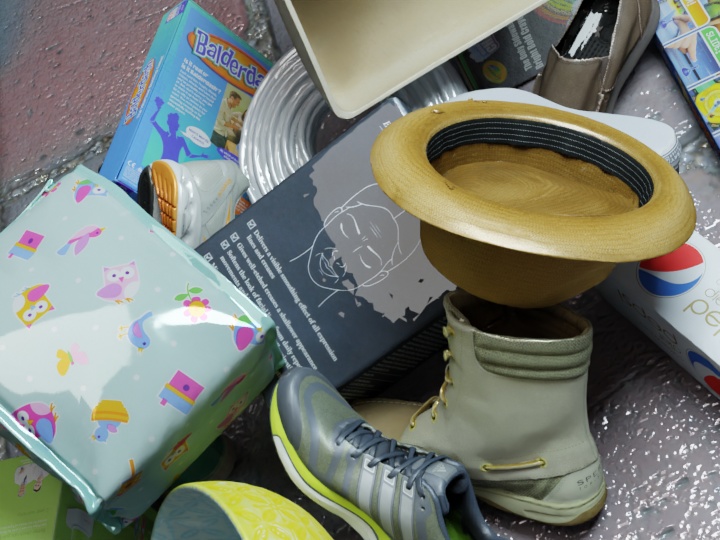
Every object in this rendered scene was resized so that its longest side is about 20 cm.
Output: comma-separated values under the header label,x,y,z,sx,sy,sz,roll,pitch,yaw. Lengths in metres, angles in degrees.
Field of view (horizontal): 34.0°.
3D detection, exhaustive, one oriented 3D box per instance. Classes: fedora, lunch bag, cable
label,x,y,z,sx,sy,sz,roll,pitch,yaw
fedora,0.101,-0.034,0.725,0.200,0.082,0.201,6,34,-4
lunch bag,-0.176,0.043,0.774,0.200,0.122,0.170,40,75,15
cable,-0.003,-0.103,0.961,0.200,0.069,0.200,-10,85,17

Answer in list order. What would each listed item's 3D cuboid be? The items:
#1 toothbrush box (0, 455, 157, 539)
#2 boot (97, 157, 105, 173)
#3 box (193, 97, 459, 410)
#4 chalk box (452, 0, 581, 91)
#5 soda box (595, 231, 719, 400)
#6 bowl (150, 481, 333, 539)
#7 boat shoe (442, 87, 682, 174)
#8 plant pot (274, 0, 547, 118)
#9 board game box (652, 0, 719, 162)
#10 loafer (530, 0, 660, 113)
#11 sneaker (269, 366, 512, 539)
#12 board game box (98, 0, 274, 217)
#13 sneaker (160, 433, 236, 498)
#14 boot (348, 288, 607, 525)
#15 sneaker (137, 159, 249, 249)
label,x,y,z,sx,sy,sz,roll,pitch,yaw
toothbrush box,-0.209,0.246,0.817,0.086,0.146,0.200,-15,52,18
boot,-0.203,-0.097,1.072,0.200,0.066,0.165,-51,9,-14
box,0.000,0.000,0.859,0.200,0.107,0.149,-36,74,11
chalk box,0.113,-0.241,1.012,0.200,0.124,0.124,-26,49,8
soda box,0.235,0.033,0.785,0.064,0.068,0.200,-39,48,-3
bowl,-0.050,0.227,0.757,0.107,0.200,0.200,-6,37,-33
boat shoe,0.135,-0.083,0.843,0.200,0.057,0.069,19,49,40
plant pot,-0.002,-0.268,0.880,0.200,0.200,0.177,-32,35,-8
board game box,0.314,-0.163,0.906,0.135,0.034,0.200,-23,50,12
loafer,0.164,-0.148,0.934,0.073,0.071,0.200,21,85,38
sneaker,0.024,0.134,0.757,0.081,0.200,0.074,-45,-2,37
board game box,-0.132,-0.114,1.032,0.045,0.152,0.200,-20,45,46
sneaker,-0.203,0.149,0.927,0.200,0.080,0.071,-17,51,17
boot,0.063,0.078,0.781,0.200,0.155,0.072,10,37,30
sneaker,-0.125,0.003,0.952,0.092,0.200,0.076,-14,35,-35
